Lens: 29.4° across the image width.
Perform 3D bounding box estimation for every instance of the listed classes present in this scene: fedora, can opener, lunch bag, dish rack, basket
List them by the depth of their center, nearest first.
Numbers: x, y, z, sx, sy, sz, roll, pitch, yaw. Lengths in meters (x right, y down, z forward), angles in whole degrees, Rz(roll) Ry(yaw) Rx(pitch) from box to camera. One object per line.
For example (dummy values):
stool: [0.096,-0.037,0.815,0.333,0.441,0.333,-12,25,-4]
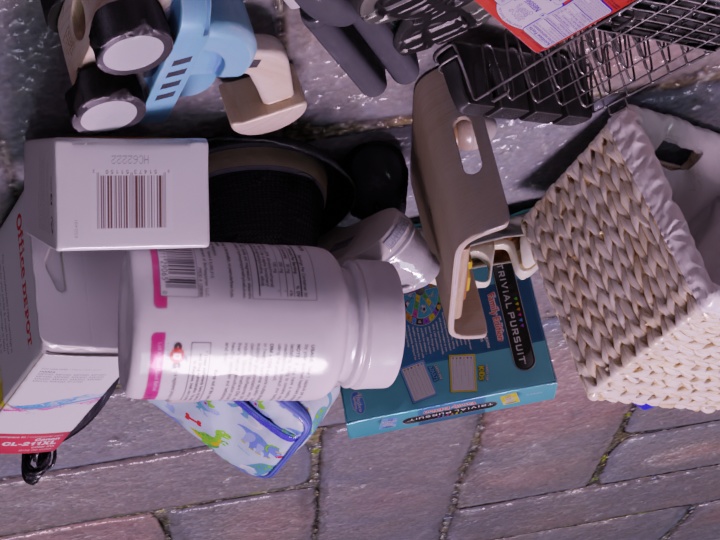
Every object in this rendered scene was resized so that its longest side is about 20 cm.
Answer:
can opener: [-0.012,-0.161,0.907,0.053,0.068,0.200,-19,153,17]
dish rack: [0.167,-0.157,0.950,0.152,0.055,0.199,-1,163,-41]
fedora: [-0.098,-0.024,1.094,0.198,0.093,0.201,-3,151,-1]
basket: [0.268,-0.005,1.165,0.196,0.202,0.161,9,141,-39]
lunch bag: [-0.125,0.088,1.237,0.199,0.083,0.161,40,142,-3]

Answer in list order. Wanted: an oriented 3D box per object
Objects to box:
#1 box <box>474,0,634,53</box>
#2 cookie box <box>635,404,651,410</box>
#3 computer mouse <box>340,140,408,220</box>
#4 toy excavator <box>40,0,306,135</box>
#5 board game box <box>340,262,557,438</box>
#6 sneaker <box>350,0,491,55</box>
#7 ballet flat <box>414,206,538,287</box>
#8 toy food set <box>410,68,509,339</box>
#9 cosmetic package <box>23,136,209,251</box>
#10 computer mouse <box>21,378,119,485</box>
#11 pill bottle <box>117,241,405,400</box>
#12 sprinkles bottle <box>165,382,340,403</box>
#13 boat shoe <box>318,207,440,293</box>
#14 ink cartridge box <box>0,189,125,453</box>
box: [0.087,-0.222,0.793,0.099,0.097,0.199,-27,150,27]
cookie box: [0.344,0.075,1.512,0.170,0.076,0.200,-24,151,23]
computer mouse: [0.012,-0.034,1.167,0.058,0.034,0.201,0,142,2]
toy excavator: [-0.103,-0.145,0.889,0.198,0.101,0.195,-7,156,-28]
board game box: [0.071,0.063,1.292,0.197,0.153,0.047,-10,155,-1]
sneaker: [0.035,-0.192,0.868,0.075,0.080,0.200,-23,172,12]
ballet flat: [0.127,-0.017,1.256,0.197,0.064,0.068,-8,154,-8]
toy food set: [0.084,-0.050,1.082,0.060,0.145,0.201,-11,154,-4]
cosmetic package: [-0.173,-0.056,0.943,0.100,0.072,0.200,-2,-175,-20]
computer mouse: [-0.261,0.096,1.246,0.052,0.140,0.200,7,146,-32]
pill bottle: [-0.074,0.038,1.004,0.197,0.115,0.114,2,151,-16]
sprinkles bottle: [-0.069,0.068,1.140,0.197,0.069,0.068,-3,153,-24]
boat shoe: [0.000,0.000,1.137,0.069,0.072,0.199,45,148,-14]
ink cartridge box: [-0.262,0.046,1.129,0.082,0.147,0.200,5,150,-32]
